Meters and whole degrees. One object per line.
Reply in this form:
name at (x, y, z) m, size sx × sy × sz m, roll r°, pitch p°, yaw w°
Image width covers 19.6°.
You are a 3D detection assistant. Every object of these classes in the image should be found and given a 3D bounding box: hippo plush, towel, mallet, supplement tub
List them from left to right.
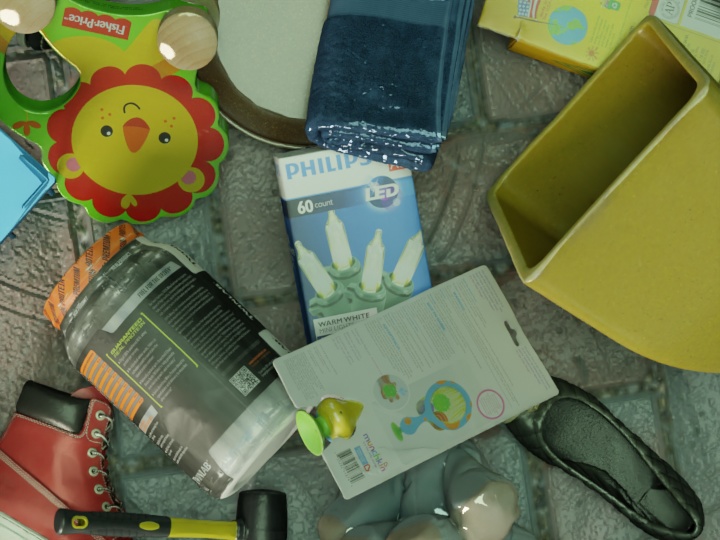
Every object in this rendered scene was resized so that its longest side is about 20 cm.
mallet at (-0.139, 0.185, 1.576) m, size 0.199 × 0.041 × 0.066 m, roll 17°, pitch 75°, yaw -34°
supplement tub at (-0.137, 0.066, 1.577) m, size 0.200 × 0.123 × 0.123 m, roll 43°, pitch 85°, yaw 6°
towel at (0.026, -0.180, 1.579) m, size 0.111 × 0.049 × 0.201 m, roll 10°, pitch 68°, yaw 2°
hippo plush at (0.069, 0.218, 1.591) m, size 0.159 × 0.200 × 0.161 m, roll -29°, pitch 115°, yaw 7°

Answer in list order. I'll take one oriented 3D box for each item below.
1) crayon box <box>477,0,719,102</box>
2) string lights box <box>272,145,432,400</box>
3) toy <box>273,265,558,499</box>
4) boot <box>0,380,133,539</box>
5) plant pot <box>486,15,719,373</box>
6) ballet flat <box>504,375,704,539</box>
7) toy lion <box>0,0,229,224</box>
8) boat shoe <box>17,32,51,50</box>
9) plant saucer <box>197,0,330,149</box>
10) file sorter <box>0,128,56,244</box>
crayon box at (0.202, -0.216, 1.658) m, size 0.199 × 0.051 × 0.128 m, roll 20°, pitch 85°, yaw -3°
string lights box at (0.000, 0.000, 1.612) m, size 0.102 × 0.059 × 0.201 m, roll -11°, pitch 98°, yaw -5°
toy at (0.037, 0.086, 1.557) m, size 0.199 × 0.047 × 0.116 m, roll -23°, pitch 77°, yaw -31°
boot at (-0.194, 0.173, 1.601) m, size 0.199 × 0.072 × 0.145 m, roll 30°, pitch 84°, yaw 1°
plant pot at (0.242, -0.037, 1.570) m, size 0.200 × 0.194 × 0.196 m, roll 39°, pitch 104°, yaw -18°
ballet flat at (0.191, 0.142, 1.634) m, size 0.200 × 0.057 × 0.067 m, roll 35°, pitch 84°, yaw -2°
toy lion at (-0.194, -0.131, 1.588) m, size 0.199 × 0.069 × 0.193 m, roll 12°, pitch 116°, yaw -10°
boat shoe at (-0.199, -0.252, 1.623) m, size 0.060 × 0.074 × 0.201 m, roll 29°, pitch 77°, yaw 3°
plant saucer at (-0.044, -0.194, 1.646) m, size 0.199 × 0.037 × 0.202 m, roll 0°, pitch 87°, yaw -5°
file sorter at (-0.343, -0.036, 1.573) m, size 0.139 × 0.123 × 0.200 m, roll 42°, pitch 85°, yaw -2°
